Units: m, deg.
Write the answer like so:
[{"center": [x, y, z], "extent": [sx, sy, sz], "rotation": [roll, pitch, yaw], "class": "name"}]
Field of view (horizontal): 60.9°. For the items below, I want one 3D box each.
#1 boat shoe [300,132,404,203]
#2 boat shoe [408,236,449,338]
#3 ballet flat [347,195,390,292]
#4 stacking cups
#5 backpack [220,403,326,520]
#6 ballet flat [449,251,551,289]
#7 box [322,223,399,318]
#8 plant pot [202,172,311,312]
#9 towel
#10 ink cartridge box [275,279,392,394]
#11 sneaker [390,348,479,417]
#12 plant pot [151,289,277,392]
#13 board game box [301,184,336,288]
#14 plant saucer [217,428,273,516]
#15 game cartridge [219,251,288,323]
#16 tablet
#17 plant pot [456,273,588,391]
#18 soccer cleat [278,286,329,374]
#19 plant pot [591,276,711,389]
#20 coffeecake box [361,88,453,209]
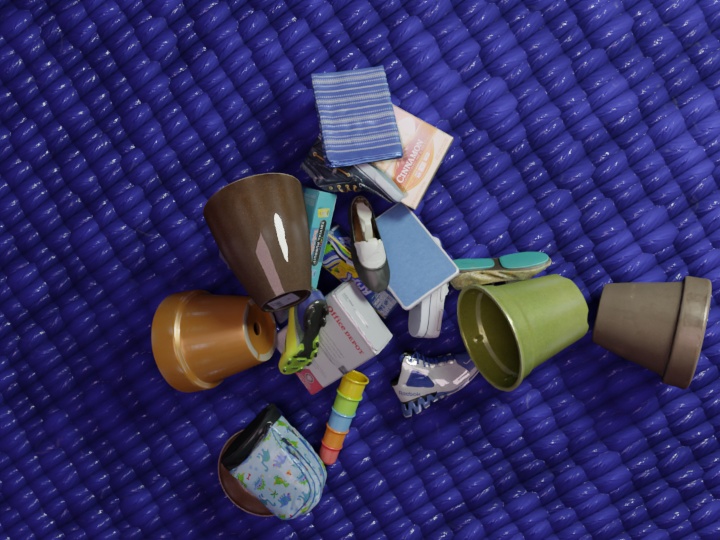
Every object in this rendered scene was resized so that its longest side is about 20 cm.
[{"center": [-0.017, -0.170, 1.143], "extent": [0.200, 0.071, 0.091], "rotation": [40, 104, 9], "class": "boat shoe"}, {"center": [0.142, 0.035, 1.221], "extent": [0.065, 0.073, 0.202], "rotation": [9, 93, -24], "class": "boat shoe"}, {"center": [0.010, -0.057, 1.165], "extent": [0.067, 0.069, 0.202], "rotation": [-11, 64, -9], "class": "ballet flat"}, {"center": [-0.045, 0.308, 1.282], "extent": [0.060, 0.061, 0.202], "rotation": [23, 102, 5], "class": "stacking cups"}, {"center": [-0.163, 0.403, 1.242], "extent": [0.163, 0.154, 0.200], "rotation": [-44, 102, 4], "class": "backpack"}, {"center": [0.270, 0.005, 1.199], "extent": [0.198, 0.071, 0.071], "rotation": [-5, 96, 8], "class": "ballet flat"}, {"center": [0.000, 0.000, 1.223], "extent": [0.200, 0.070, 0.064], "rotation": [41, 116, 2], "class": "box"}, {"center": [-0.162, -0.036, 1.085], "extent": [0.186, 0.187, 0.202], "rotation": [-24, 73, 10], "class": "plant pot"}, {"center": [-0.008, -0.283, 1.116], "extent": [0.143, 0.024, 0.202], "rotation": [-9, 72, -6], "class": "towel"}, {"center": [-0.058, 0.133, 1.215], "extent": [0.200, 0.085, 0.146], "rotation": [-36, 91, 35], "class": "ink cartridge box"}, {"center": [0.138, 0.198, 1.228], "extent": [0.199, 0.081, 0.116], "rotation": [-35, 93, 12], "class": "sneaker"}, {"center": [-0.272, 0.127, 1.202], "extent": [0.182, 0.200, 0.202], "rotation": [-12, 95, 20], "class": "plant pot"}, {"center": [-0.129, -0.068, 1.209], "extent": [0.150, 0.047, 0.202], "rotation": [23, 103, 46], "class": "board game box"}, {"center": [-0.210, 0.431, 1.330], "extent": [0.198, 0.037, 0.203], "rotation": [1, 96, 8], "class": "plant saucer"}, {"center": [-0.212, 0.007, 1.219], "extent": [0.038, 0.130, 0.200], "rotation": [-39, 77, -21], "class": "game cartridge"}, {"center": [0.084, -0.032, 1.185], "extent": [0.130, 0.014, 0.201], "rotation": [-35, 63, -3], "class": "tablet"}, {"center": [0.309, 0.094, 1.130], "extent": [0.183, 0.200, 0.202], "rotation": [-18, 95, -18], "class": "plant pot"}, {"center": [-0.114, 0.113, 1.163], "extent": [0.084, 0.064, 0.201], "rotation": [54, 133, 39], "class": "soccer cleat"}, {"center": [0.523, 0.097, 1.118], "extent": [0.173, 0.200, 0.202], "rotation": [13, 99, 23], "class": "plant pot"}, {"center": [0.057, -0.234, 1.190], "extent": [0.199, 0.073, 0.154], "rotation": [29, 101, 4], "class": "coffeecake box"}]
